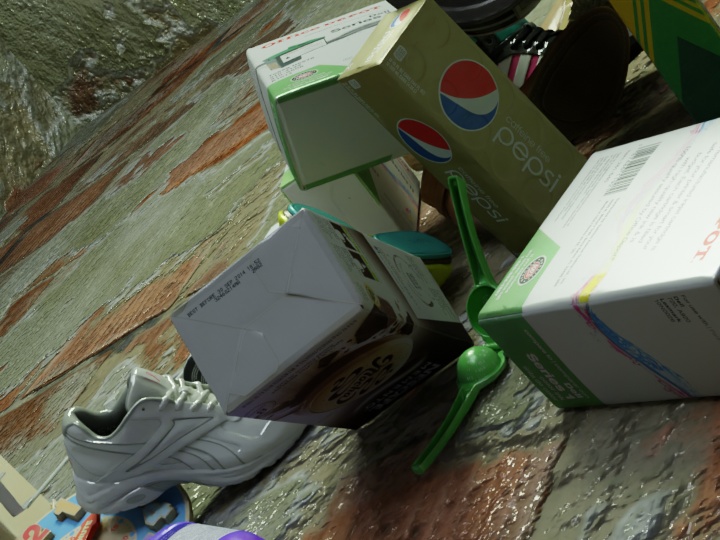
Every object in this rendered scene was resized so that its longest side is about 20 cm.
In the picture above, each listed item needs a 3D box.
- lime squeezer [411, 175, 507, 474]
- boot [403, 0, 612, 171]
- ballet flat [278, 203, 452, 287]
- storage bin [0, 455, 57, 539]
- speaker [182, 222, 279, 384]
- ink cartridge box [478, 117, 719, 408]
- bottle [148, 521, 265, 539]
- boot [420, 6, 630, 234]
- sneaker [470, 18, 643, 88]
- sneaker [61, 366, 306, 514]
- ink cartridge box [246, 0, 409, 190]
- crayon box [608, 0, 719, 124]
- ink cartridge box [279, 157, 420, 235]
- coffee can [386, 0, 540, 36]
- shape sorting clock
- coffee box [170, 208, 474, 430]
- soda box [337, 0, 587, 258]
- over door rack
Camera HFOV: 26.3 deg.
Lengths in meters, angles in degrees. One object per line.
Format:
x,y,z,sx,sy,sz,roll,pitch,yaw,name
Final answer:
0.074,0.043,1.007,0.038,0.071,0.201,-2,68,29,lime squeezer
0.138,-0.190,1.442,0.199,0.066,0.175,-24,24,43,boot
0.000,0.000,1.135,0.200,0.067,0.067,9,-66,-55,ballet flat
-0.364,0.272,1.346,0.198,0.094,0.200,-42,17,-2,storage bin
-0.079,0.039,1.326,0.081,0.081,0.200,-29,20,35,speaker
0.180,-0.007,0.844,0.145,0.084,0.200,-52,19,-26,ink cartridge box
-0.083,0.200,0.944,0.084,0.065,0.200,-49,18,-24,bottle
0.121,-0.124,1.234,0.201,0.074,0.155,-58,24,-4,boot
0.142,-0.193,1.299,0.199,0.121,0.083,-31,-7,33,sneaker
-0.135,0.114,1.169,0.199,0.100,0.078,-19,25,0,sneaker
-0.008,-0.151,1.283,0.145,0.085,0.200,-20,22,-5,ink cartridge box
0.203,-0.204,1.098,0.051,0.200,0.127,-34,17,17,crayon box
-0.004,-0.085,1.407,0.067,0.117,0.200,-34,18,17,ink cartridge box
0.079,-0.254,1.164,0.146,0.147,0.200,-38,0,10,coffee can
-0.215,0.228,1.176,0.199,0.039,0.200,-28,27,16,shape sorting clock
-0.018,0.039,1.011,0.113,0.080,0.200,-38,-20,14,coffee box
0.083,-0.095,1.085,0.068,0.200,0.064,-55,20,-22,soda box
-0.204,0.148,1.320,0.147,0.067,0.200,-35,-4,19,over door rack
